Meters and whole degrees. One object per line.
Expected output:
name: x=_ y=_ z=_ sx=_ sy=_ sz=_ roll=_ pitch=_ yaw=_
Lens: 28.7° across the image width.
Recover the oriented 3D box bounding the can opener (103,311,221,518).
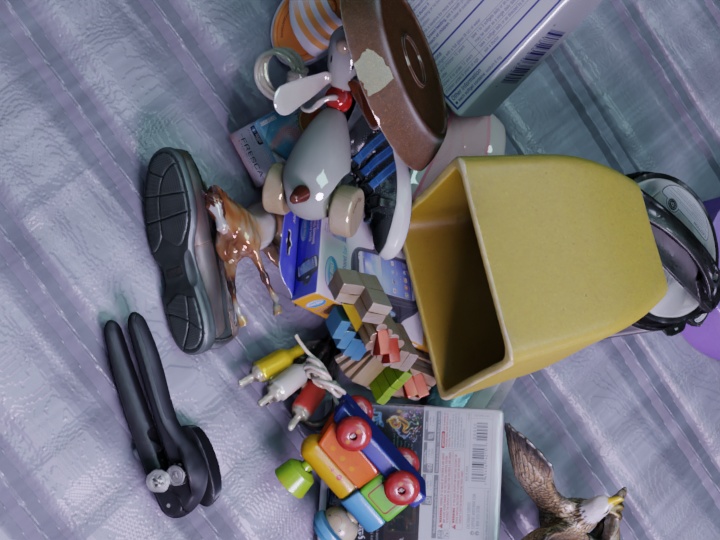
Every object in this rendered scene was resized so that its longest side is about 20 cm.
can opener: x=-0.196 y=0.138 z=1.331 sx=0.063 sy=0.079 sz=0.201 roll=-25 pitch=91 yaw=10

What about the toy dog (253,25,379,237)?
toy dog: x=-0.039 y=-0.129 z=1.320 sx=0.131 sy=0.096 sz=0.201 roll=-7 pitch=90 yaw=11

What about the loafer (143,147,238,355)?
loafer: x=-0.162 y=-0.021 z=1.372 sx=0.063 sy=0.072 sz=0.201 roll=-11 pitch=93 yaw=-49

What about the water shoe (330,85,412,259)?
water shoe: x=0.004 y=-0.109 z=1.400 sx=0.079 sy=0.071 sz=0.201 roll=1 pitch=79 yaw=-15

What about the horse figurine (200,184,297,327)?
horse figurine: x=-0.095 y=-0.023 z=1.380 sx=0.200 sy=0.050 sz=0.133 roll=-19 pitch=89 yaw=-64

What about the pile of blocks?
pile of blocks: x=0.015 y=0.082 z=1.370 sx=0.082 sy=0.062 sz=0.200 roll=-30 pitch=135 yaw=3

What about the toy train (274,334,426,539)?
toy train: x=-0.038 y=0.170 z=1.358 sx=0.116 sy=0.085 sz=0.200 roll=-40 pitch=98 yaw=9

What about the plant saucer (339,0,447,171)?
plant saucer: x=0.038 y=-0.194 z=1.331 sx=0.200 sy=0.034 sz=0.201 roll=55 pitch=23 yaw=-39

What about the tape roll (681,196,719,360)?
tape roll: x=0.463 y=0.006 z=1.687 sx=0.199 sy=0.085 sz=0.201 roll=5 pitch=79 yaw=-28

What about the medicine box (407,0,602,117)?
medicine box: x=0.113 y=-0.291 z=1.450 sx=0.200 sy=0.182 sz=0.103 roll=49 pitch=21 yaw=12

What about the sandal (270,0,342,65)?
sandal: x=-0.017 y=-0.282 z=1.419 sx=0.079 sy=0.206 sz=0.059 roll=62 pitch=23 yaw=7

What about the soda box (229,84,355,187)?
soda box: x=-0.032 y=-0.160 z=1.453 sx=0.200 sy=0.068 sz=0.064 roll=-33 pitch=99 yaw=-30

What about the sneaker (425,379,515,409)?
sneaker: x=0.094 y=0.144 z=1.485 sx=0.082 sy=0.074 sz=0.200 roll=30 pitch=75 yaw=23

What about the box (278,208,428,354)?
box: x=0.000 y=0.000 z=1.417 sx=0.200 sy=0.041 sz=0.120 roll=29 pitch=54 yaw=-42

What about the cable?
cable: x=-0.029 y=0.081 z=1.421 sx=0.097 sy=0.050 sz=0.200 roll=42 pitch=66 yaw=1

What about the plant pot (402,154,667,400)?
plant pot: x=0.174 y=-0.002 z=1.356 sx=0.199 sy=0.195 sz=0.195 roll=-9 pitch=78 yaw=-19

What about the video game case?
video game case: x=0.049 y=0.235 z=1.410 sx=0.181 sy=0.023 sz=0.201 roll=3 pitch=79 yaw=4

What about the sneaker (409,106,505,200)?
sneaker: x=0.095 y=-0.108 z=1.505 sx=0.105 sy=0.075 sz=0.201 roll=38 pitch=57 yaw=-15

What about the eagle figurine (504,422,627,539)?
eagle figurine: x=0.197 y=0.249 z=1.429 sx=0.199 sy=0.152 sz=0.151 roll=17 pitch=114 yaw=-36

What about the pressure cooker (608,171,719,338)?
pressure cooker: x=0.290 y=-0.013 z=1.527 sx=0.175 sy=0.200 sz=0.180 roll=-1 pitch=83 yaw=-31
